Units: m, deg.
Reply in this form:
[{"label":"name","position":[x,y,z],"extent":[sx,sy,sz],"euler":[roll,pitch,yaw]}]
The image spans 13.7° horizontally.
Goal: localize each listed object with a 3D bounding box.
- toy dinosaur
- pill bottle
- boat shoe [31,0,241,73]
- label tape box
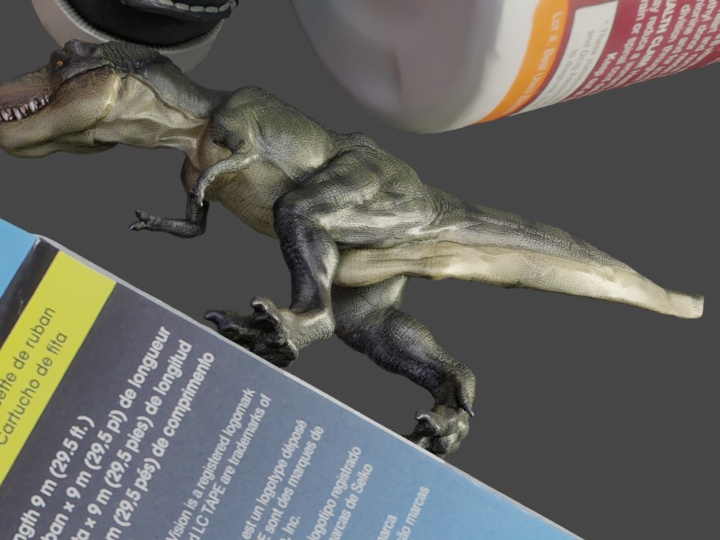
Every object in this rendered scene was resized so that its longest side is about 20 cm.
[{"label":"toy dinosaur","position":[0.000,0.000,0.755],"extent":[0.199,0.048,0.088],"euler":[21,48,-14]},{"label":"pill bottle","position":[0.084,-0.112,0.814],"extent":[0.199,0.114,0.115],"euler":[-15,67,-30]},{"label":"boat shoe","position":[-0.073,-0.151,0.803],"extent":[0.072,0.068,0.201],"euler":[-8,62,-27]},{"label":"label tape box","position":[-0.056,0.086,0.666],"extent":[0.199,0.066,0.144],"euler":[28,53,-1]}]
